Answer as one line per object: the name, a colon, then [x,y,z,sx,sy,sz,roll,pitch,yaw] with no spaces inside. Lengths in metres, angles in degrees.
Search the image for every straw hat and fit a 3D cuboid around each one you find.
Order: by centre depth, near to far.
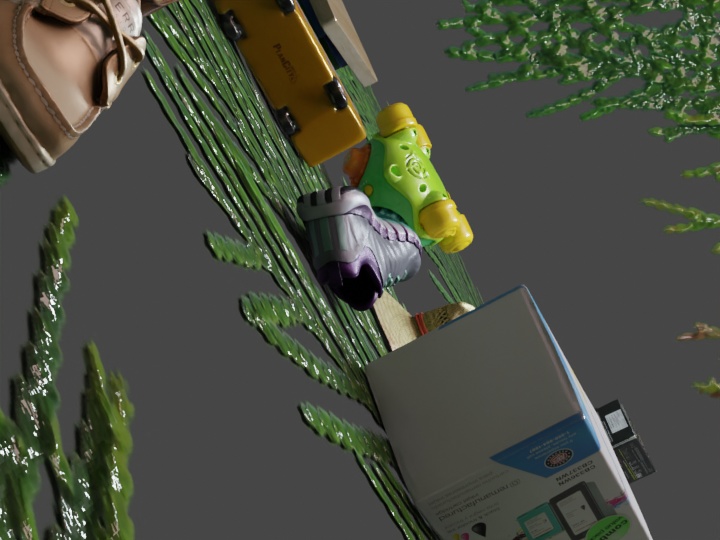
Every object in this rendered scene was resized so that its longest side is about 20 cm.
straw hat: [0.088,0.079,1.769,0.202,0.085,0.201,62,7,-14]

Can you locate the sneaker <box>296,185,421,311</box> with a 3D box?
sneaker: [0.000,0.000,1.542,0.200,0.074,0.088,32,48,-64]

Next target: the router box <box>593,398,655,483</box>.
router box: [0.304,0.253,2.522,0.063,0.149,0.200,66,6,24]

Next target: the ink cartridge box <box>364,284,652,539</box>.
ink cartridge box: [0.120,0.148,1.495,0.200,0.146,0.147,56,9,-46]

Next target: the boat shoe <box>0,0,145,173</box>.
boat shoe: [-0.130,-0.106,0.837,0.074,0.069,0.200,61,7,-24]

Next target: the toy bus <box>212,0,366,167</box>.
toy bus: [-0.065,-0.190,1.691,0.201,0.065,0.079,60,7,-32]

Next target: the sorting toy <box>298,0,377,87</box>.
sorting toy: [-0.070,-0.310,2.102,0.200,0.069,0.200,66,7,18]

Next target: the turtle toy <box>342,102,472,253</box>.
turtle toy: [0.042,-0.073,1.927,0.147,0.100,0.200,66,6,16]

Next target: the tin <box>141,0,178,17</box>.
tin: [-0.156,-0.209,1.178,0.113,0.042,0.200,59,7,-7]
